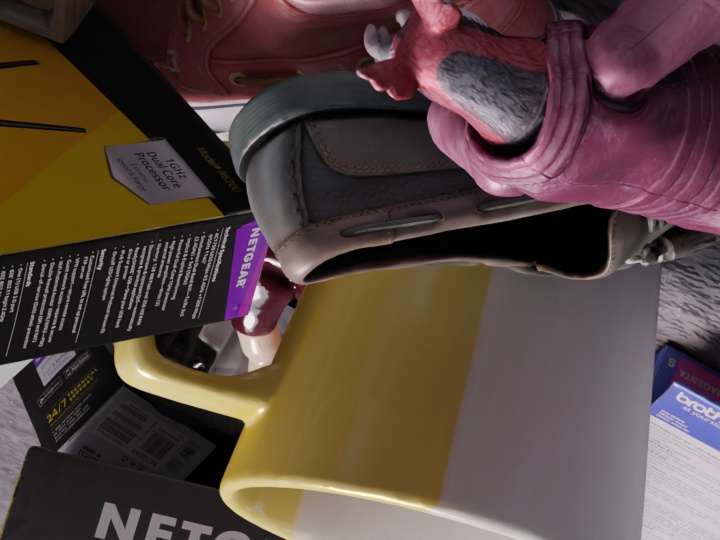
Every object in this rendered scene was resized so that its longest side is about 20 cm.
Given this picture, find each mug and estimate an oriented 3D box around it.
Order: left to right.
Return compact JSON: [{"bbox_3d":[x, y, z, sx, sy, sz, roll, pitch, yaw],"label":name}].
[{"bbox_3d":[0.030,0.021,0.909,0.149,0.153,0.187,2,161,41],"label":"mug"}]

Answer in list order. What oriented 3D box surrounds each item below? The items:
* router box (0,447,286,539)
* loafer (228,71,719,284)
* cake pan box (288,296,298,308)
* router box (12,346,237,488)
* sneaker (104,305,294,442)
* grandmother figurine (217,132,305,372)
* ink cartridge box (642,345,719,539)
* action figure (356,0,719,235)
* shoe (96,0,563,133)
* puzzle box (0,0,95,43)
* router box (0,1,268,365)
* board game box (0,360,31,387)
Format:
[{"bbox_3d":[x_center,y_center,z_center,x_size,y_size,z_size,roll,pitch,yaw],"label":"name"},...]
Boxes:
[{"bbox_3d":[-0.045,0.146,1.106,0.200,0.052,0.157,12,156,7],"label":"router box"},{"bbox_3d":[0.054,-0.017,0.820,0.200,0.063,0.072,3,147,-25],"label":"loafer"},{"bbox_3d":[-0.019,0.013,1.141,0.200,0.052,0.184,39,155,-29],"label":"cake pan box"},{"bbox_3d":[-0.083,0.069,1.222,0.200,0.052,0.157,37,-167,-38],"label":"router box"},{"bbox_3d":[-0.034,0.052,1.095,0.200,0.066,0.090,35,165,-17],"label":"sneaker"},{"bbox_3d":[0.000,0.000,1.005,0.200,0.121,0.061,50,179,-22],"label":"grandmother figurine"},{"bbox_3d":[0.152,0.098,1.121,0.119,0.042,0.200,28,153,-4],"label":"ink cartridge box"},{"bbox_3d":[0.083,-0.034,0.728,0.200,0.149,0.134,6,151,-33],"label":"action figure"},{"bbox_3d":[-0.032,-0.095,0.859,0.200,0.071,0.091,7,151,33],"label":"shoe"},{"bbox_3d":[-0.141,-0.167,0.783,0.133,0.025,0.200,22,142,10],"label":"puzzle box"},{"bbox_3d":[-0.142,-0.049,0.839,0.200,0.149,0.051,48,134,37],"label":"router box"},{"bbox_3d":[-0.211,-0.051,1.050,0.148,0.064,0.200,43,-171,-40],"label":"board game box"}]
